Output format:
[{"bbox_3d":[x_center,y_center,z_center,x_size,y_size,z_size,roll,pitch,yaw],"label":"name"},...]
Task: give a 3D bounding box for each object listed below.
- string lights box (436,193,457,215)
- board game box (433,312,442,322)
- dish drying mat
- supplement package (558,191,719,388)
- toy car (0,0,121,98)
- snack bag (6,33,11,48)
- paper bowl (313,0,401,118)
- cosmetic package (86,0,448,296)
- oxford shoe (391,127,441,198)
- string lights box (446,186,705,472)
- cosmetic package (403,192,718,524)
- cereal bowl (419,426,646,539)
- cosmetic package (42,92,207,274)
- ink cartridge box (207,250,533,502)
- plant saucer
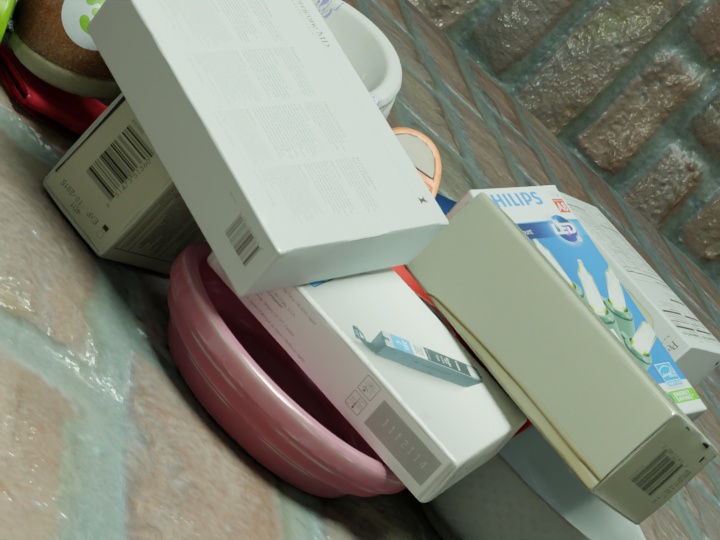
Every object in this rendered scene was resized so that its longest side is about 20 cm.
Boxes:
[{"bbox_3d":[0.063,-0.012,1.572,0.200,0.059,0.103,29,-20,48],"label":"string lights box"},{"bbox_3d":[0.077,0.047,1.489,0.200,0.041,0.200,45,-14,1],"label":"board game box"},{"bbox_3d":[-0.179,-0.098,1.378,0.200,0.018,0.077,30,18,-45],"label":"dish drying mat"},{"bbox_3d":[0.210,0.053,1.807,0.200,0.152,0.151,50,14,20],"label":"supplement package"},{"bbox_3d":[-0.165,-0.231,1.310,0.164,0.200,0.158,19,27,-16],"label":"toy car"},{"bbox_3d":[-0.178,-0.207,1.481,0.188,0.021,0.200,10,36,-19],"label":"snack bag"},{"bbox_3d":[-0.074,-0.153,1.581,0.200,0.105,0.201,17,33,-11],"label":"paper bowl"},{"bbox_3d":[-0.055,-0.087,1.169,0.151,0.052,0.200,-12,64,-45],"label":"cosmetic package"},{"bbox_3d":[0.000,0.000,1.344,0.071,0.200,0.073,28,-21,-9],"label":"oxford shoe"},{"bbox_3d":[0.141,0.037,1.344,0.103,0.059,0.200,-6,57,-48],"label":"string lights box"},{"bbox_3d":[0.124,0.055,1.207,0.200,0.073,0.104,50,6,32],"label":"cosmetic package"},{"bbox_3d":[0.100,0.153,1.313,0.200,0.083,0.200,42,14,-13],"label":"cereal bowl"},{"bbox_3d":[-0.106,-0.053,1.277,0.071,0.105,0.200,50,12,22],"label":"cosmetic package"},{"bbox_3d":[0.025,0.034,1.210,0.200,0.045,0.176,48,32,12],"label":"ink cartridge box"},{"bbox_3d":[-0.048,0.069,1.195,0.200,0.051,0.201,43,14,-13],"label":"plant saucer"}]
